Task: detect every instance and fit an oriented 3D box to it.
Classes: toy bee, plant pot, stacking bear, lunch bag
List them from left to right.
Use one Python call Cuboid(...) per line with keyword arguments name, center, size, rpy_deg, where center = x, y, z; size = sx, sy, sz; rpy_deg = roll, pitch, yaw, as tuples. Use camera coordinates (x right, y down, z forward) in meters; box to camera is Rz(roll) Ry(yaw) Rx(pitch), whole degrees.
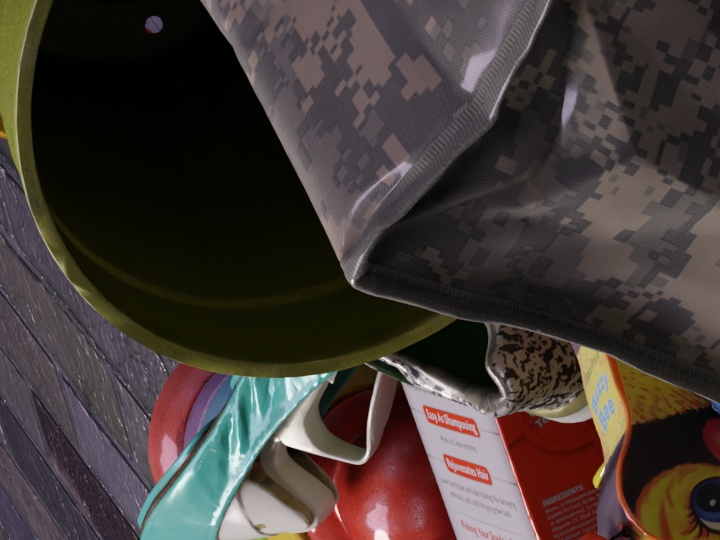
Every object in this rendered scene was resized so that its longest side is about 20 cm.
Cuboid(name="plant pot", center=(-0.048, -0.096, 0.903), size=(0.193, 0.200, 0.200), rpy_deg=(45, 152, 55))
Cuboid(name="stacking bear", center=(-0.003, 0.092, 1.230), size=(0.114, 0.121, 0.200), rpy_deg=(38, 166, -30))
Cuboid(name="lunch bag", center=(0.074, -0.055, 0.678), size=(0.118, 0.200, 0.164), rpy_deg=(-55, 38, 22))
Cuboid(name="toy bee", center=(0.101, 0.049, 0.832), size=(0.200, 0.109, 0.131), rpy_deg=(53, 157, 41))

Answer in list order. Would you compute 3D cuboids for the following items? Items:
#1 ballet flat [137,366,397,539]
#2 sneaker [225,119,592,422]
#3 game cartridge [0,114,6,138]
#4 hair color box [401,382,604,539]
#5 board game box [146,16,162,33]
Cuboid(name="ballet flat", center=(-0.032, 0.069, 1.137), size=(0.070, 0.067, 0.200), rpy_deg=(41, 128, 14))
Cuboid(name="sneaker", center=(0.000, 0.000, 0.943), size=(0.200, 0.089, 0.077), rpy_deg=(21, 113, 30))
Cuboid(name="game cartridge", center=(-0.137, -0.153, 0.991), size=(0.176, 0.032, 0.200), rpy_deg=(12, -87, -69))
Cuboid(name="hair color box", center=(0.072, 0.078, 1.048), size=(0.200, 0.061, 0.102), rpy_deg=(70, 163, -10))
Cuboid(name="board game box", center=(-0.100, -0.079, 1.207), size=(0.200, 0.041, 0.200), rpy_deg=(52, 170, 12))
